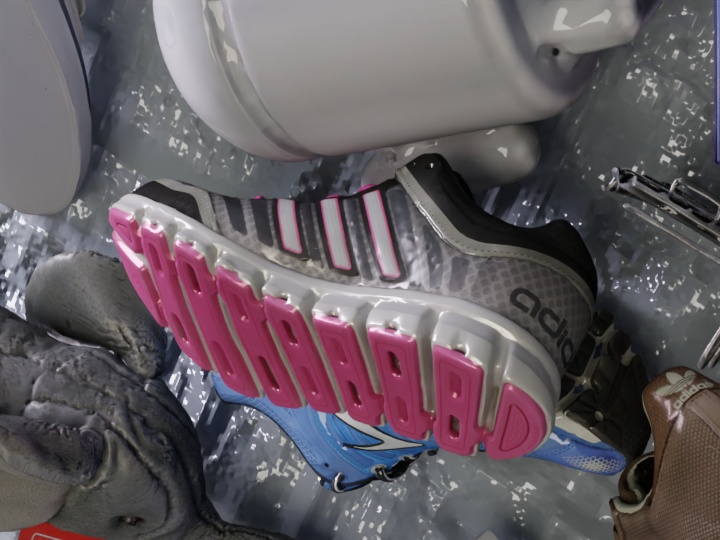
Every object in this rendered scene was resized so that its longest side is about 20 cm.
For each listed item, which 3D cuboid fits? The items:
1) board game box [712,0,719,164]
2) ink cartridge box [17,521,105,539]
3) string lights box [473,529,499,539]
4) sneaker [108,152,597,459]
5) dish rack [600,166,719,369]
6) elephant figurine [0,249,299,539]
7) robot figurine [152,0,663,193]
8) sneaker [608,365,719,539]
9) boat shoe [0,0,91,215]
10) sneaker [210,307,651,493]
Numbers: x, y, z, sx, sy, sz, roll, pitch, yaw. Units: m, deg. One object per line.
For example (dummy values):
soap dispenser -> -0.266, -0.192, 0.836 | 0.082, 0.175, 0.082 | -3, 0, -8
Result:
board game box -> 0.184, -0.133, 0.649 | 0.133, 0.045, 0.202 | 6, 108, 27
ink cartridge box -> -0.092, 0.207, 0.833 | 0.198, 0.045, 0.178 | 11, 79, 22
string lights box -> 0.009, 0.203, 0.756 | 0.103, 0.200, 0.059 | 47, 148, 7
sneaker -> 0.000, 0.000, 0.709 | 0.199, 0.088, 0.074 | 16, 141, 35
dish rack -> 0.162, 0.033, 0.655 | 0.199, 0.153, 0.055 | 34, 97, 15
elephant figurine -> -0.127, 0.062, 0.831 | 0.198, 0.155, 0.143 | -1, 81, 27
robot figurine -> 0.009, -0.101, 0.713 | 0.198, 0.113, 0.171 | -7, 110, 29
sneaker -> 0.124, 0.100, 0.712 | 0.076, 0.070, 0.201 | 54, 161, 26
boat shoe -> -0.143, -0.117, 0.818 | 0.071, 0.066, 0.201 | 5, 129, 23
sneaker -> 0.022, 0.043, 0.783 | 0.199, 0.078, 0.090 | 16, 124, 30
